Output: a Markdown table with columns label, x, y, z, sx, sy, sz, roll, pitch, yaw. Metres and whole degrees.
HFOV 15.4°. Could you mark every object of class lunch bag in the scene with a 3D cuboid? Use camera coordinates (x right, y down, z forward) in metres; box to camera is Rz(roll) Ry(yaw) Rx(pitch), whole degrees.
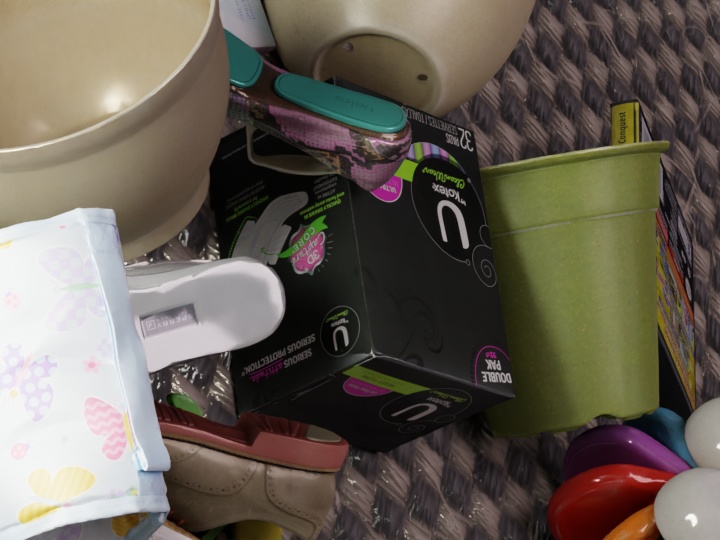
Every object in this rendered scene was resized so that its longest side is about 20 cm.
| label | x | y | z | sx | sy | sz | roll | pitch | yaw |
| --- | --- | --- | --- | --- | --- | --- | --- | --- | --- |
| lunch bag | -0.184 | 0.078 | 1.403 | 0.127 | 0.200 | 0.170 | 4 | 65 | -51 |

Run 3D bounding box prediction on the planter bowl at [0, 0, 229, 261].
| label | x | y | z | sx | sy | sz | roll | pitch | yaw |
| --- | --- | --- | --- | --- | --- | --- | --- | --- | --- |
| planter bowl | -0.162 | -0.088 | 1.567 | 0.201 | 0.199 | 0.135 | -75 | 155 | -43 |

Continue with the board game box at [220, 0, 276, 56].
| label | x | y | z | sx | sy | sz | roll | pitch | yaw |
| --- | --- | --- | --- | --- | --- | --- | --- | --- | --- |
| board game box | -0.161 | -0.229 | 1.761 | 0.199 | 0.043 | 0.201 | -8 | 76 | -52 |

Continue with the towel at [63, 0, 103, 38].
| label | x | y | z | sx | sy | sz | roll | pitch | yaw |
| --- | --- | --- | --- | --- | --- | --- | --- | --- | --- |
| towel | -0.191 | -0.232 | 1.672 | 0.200 | 0.023 | 0.144 | 46 | 39 | -23 |

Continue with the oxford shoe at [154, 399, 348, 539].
| label | x | y | z | sx | sy | sz | roll | pitch | yaw |
| --- | --- | --- | --- | --- | --- | --- | --- | --- | --- |
| oxford shoe | -0.109 | 0.117 | 1.549 | 0.070 | 0.199 | 0.075 | -122 | -138 | -79 |

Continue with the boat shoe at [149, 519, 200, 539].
| label | x | y | z | sx | sy | sz | roll | pitch | yaw |
| --- | --- | --- | --- | --- | --- | --- | --- | --- | --- |
| boat shoe | -0.130 | 0.176 | 1.539 | 0.200 | 0.071 | 0.069 | 41 | 65 | -39 |

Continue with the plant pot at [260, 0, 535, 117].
| label | x | y | z | sx | sy | sz | roll | pitch | yaw |
| --- | --- | --- | --- | --- | --- | --- | --- | --- | --- |
| plant pot | 0.018 | -0.174 | 1.822 | 0.200 | 0.200 | 0.135 | 43 | 39 | -28 |

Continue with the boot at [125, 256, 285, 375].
| label | x | y | z | sx | sy | sz | roll | pitch | yaw |
| --- | --- | --- | --- | --- | --- | --- | --- | --- | --- |
| boot | -0.149 | 0.034 | 1.586 | 0.199 | 0.096 | 0.074 | -8 | 92 | -27 |

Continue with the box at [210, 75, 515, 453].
| label | x | y | z | sx | sy | sz | roll | pitch | yaw |
| --- | --- | --- | --- | --- | --- | --- | --- | --- | --- |
| box | 0.000 | 0.000 | 1.759 | 0.148 | 0.124 | 0.201 | 18 | 56 | -45 |

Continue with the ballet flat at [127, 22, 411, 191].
| label | x | y | z | sx | sy | sz | roll | pitch | yaw |
| --- | --- | --- | --- | --- | --- | --- | --- | --- | --- |
| ballet flat | -0.066 | -0.102 | 1.662 | 0.199 | 0.071 | 0.069 | 24 | 30 | -1 |

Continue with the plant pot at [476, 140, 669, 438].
| label | x | y | z | sx | sy | sz | roll | pitch | yaw |
| --- | --- | --- | --- | --- | --- | --- | --- | --- | --- |
| plant pot | 0.137 | 0.018 | 1.899 | 0.200 | 0.200 | 0.191 | -7 | 87 | -54 |

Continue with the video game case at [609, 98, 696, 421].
| label | x | y | z | sx | sy | sz | roll | pitch | yaw |
| --- | --- | --- | --- | --- | --- | --- | --- | --- | --- |
| video game case | 0.230 | -0.003 | 2.089 | 0.200 | 0.025 | 0.181 | 61 | 26 | -49 |

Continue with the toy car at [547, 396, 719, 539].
| label | x | y | z | sx | sy | sz | roll | pitch | yaw |
| --- | --- | --- | --- | --- | --- | --- | --- | --- | --- |
| toy car | 0.210 | 0.174 | 1.918 | 0.150 | 0.175 | 0.200 | 27 | 39 | 4 |

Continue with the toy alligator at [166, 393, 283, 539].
| label | x | y | z | sx | sy | sz | roll | pitch | yaw |
| --- | --- | --- | --- | --- | --- | --- | --- | --- | --- |
| toy alligator | -0.075 | 0.168 | 1.623 | 0.054 | 0.059 | 0.200 | -35 | 100 | -15 |
